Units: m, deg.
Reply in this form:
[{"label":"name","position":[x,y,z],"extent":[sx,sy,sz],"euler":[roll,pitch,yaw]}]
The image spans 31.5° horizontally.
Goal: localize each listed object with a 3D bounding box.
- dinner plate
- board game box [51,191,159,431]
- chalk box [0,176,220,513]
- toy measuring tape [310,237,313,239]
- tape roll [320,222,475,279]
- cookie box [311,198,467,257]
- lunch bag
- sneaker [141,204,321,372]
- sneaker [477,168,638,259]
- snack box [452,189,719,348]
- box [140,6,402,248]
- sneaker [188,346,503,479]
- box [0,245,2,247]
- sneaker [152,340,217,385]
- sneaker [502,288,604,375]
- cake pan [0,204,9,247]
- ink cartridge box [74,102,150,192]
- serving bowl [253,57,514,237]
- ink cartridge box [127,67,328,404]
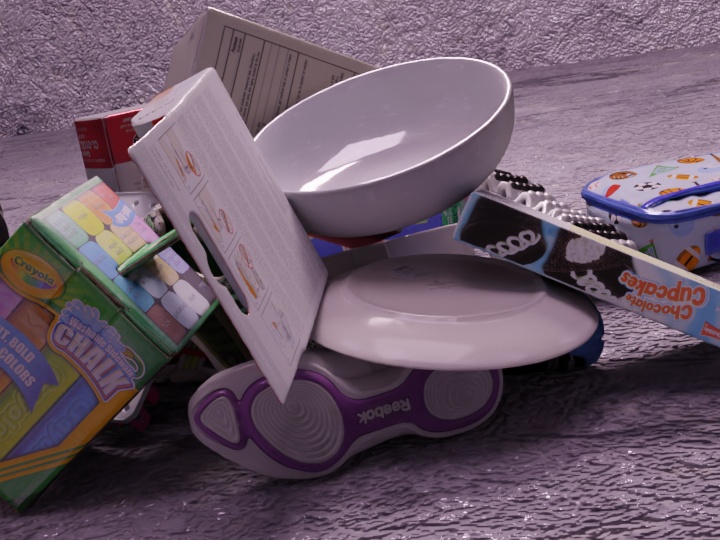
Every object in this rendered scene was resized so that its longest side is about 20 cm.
[{"label":"dinner plate","position":[0.056,0.018,0.836],"extent":[0.199,0.024,0.200],"euler":[0,17,0]},{"label":"board game box","position":[-0.205,0.027,0.995],"extent":[0.199,0.026,0.201],"euler":[1,57,34]},{"label":"chalk box","position":[-0.180,0.029,0.816],"extent":[0.200,0.124,0.124],"euler":[-45,4,16]},{"label":"toy measuring tape","position":[-0.104,-0.023,1.158],"extent":[0.200,0.074,0.074],"euler":[-37,17,-4]},{"label":"tape roll","position":[0.000,0.000,1.095],"extent":[0.202,0.037,0.203],"euler":[-14,0,0]},{"label":"cookie box","position":[0.026,-0.058,1.331],"extent":[0.170,0.076,0.200],"euler":[-5,15,16]},{"label":"lunch bag","position":[0.311,-0.055,1.137],"extent":[0.199,0.076,0.160],"euler":[-15,17,-18]},{"label":"sneaker","position":[-0.086,0.021,0.894],"extent":[0.089,0.199,0.077],"euler":[-44,18,55]},{"label":"sneaker","position":[0.164,-0.019,1.104],"extent":[0.075,0.081,0.200],"euler":[8,20,-40]},{"label":"snack box","position":[0.163,-0.002,0.861],"extent":[0.199,0.037,0.116],"euler":[23,7,6]},{"label":"box","position":[-0.061,-0.109,1.034],"extent":[0.199,0.129,0.109],"euler":[17,-13,-20]},{"label":"sneaker","position":[-0.014,0.084,0.816],"extent":[0.199,0.075,0.100],"euler":[-5,5,-18]},{"label":"box","position":[-0.316,0.034,1.164],"extent":[0.163,0.087,0.199],"euler":[-20,17,-40]},{"label":"sneaker","position":[-0.112,0.041,0.999],"extent":[0.199,0.085,0.077],"euler":[-6,15,16]},{"label":"sneaker","position":[0.082,0.034,0.925],"extent":[0.082,0.071,0.199],"euler":[-12,15,-39]},{"label":"cake pan","position":[-0.421,-0.008,1.224],"extent":[0.200,0.201,0.037],"euler":[-21,43,-41]},{"label":"ink cartridge box","position":[-0.173,-0.061,1.216],"extent":[0.145,0.201,0.083],"euler":[-17,13,-32]},{"label":"serving bowl","position":[0.019,-0.079,0.911],"extent":[0.199,0.066,0.200],"euler":[-16,27,8]},{"label":"ink cartridge box","position":[-0.084,-0.020,0.749],"extent":[0.050,0.163,0.200],"euler":[-25,16,16]}]
